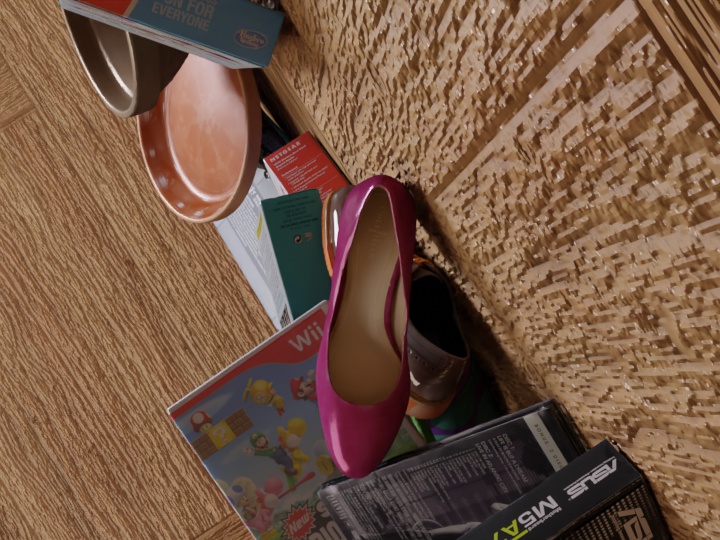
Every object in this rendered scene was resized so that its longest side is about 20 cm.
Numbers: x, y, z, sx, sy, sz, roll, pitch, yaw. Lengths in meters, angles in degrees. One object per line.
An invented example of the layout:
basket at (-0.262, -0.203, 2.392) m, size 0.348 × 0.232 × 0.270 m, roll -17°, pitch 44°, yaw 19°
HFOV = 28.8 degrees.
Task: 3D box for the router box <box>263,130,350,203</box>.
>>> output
router box at (0.000, 0.000, 1.234) m, size 0.180 × 0.049 × 0.200 m, roll 54°, pitch 174°, yaw 29°

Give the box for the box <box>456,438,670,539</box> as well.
box at (0.106, 0.224, 0.833) m, size 0.200 × 0.193 × 0.048 m, roll 63°, pitch 174°, yaw -37°

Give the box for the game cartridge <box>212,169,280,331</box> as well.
game cartridge at (-0.079, -0.030, 1.451) m, size 0.200 × 0.040 × 0.133 m, roll 59°, pitch 139°, yaw 10°

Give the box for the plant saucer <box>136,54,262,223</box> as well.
plant saucer at (-0.152, -0.146, 1.342) m, size 0.200 × 0.032 × 0.200 m, roll 13°, pitch 107°, yaw 49°

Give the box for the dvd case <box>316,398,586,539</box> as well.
dvd case at (0.084, 0.178, 0.942) m, size 0.149 × 0.200 × 0.016 m, roll 58°, pitch -145°, yaw -9°

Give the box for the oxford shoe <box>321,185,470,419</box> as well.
oxford shoe at (0.031, 0.006, 1.023) m, size 0.073 × 0.071 × 0.200 m, roll -56°, pitch 49°, yaw 42°

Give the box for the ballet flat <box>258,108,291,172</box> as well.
ballet flat at (-0.122, -0.146, 1.380) m, size 0.200 × 0.074 × 0.074 m, roll 54°, pitch 174°, yaw 32°

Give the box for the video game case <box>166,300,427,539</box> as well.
video game case at (-0.026, 0.143, 1.015) m, size 0.200 × 0.143 × 0.017 m, roll 55°, pitch -178°, yaw 1°

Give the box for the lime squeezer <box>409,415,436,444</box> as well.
lime squeezer at (0.052, 0.160, 1.065) m, size 0.071 × 0.038 × 0.200 m, roll 42°, pitch 145°, yaw 41°

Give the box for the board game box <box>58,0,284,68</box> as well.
board game box at (-0.146, -0.193, 1.039) m, size 0.153 × 0.040 × 0.200 m, roll 18°, pitch -176°, yaw -14°

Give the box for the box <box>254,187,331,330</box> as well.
box at (-0.032, 0.044, 1.087) m, size 0.082 × 0.049 × 0.200 m, roll 116°, pitch 139°, yaw -74°

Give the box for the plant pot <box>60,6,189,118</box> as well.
plant pot at (-0.203, -0.246, 1.266) m, size 0.201 × 0.093 × 0.201 m, roll 49°, pitch 150°, yaw 41°

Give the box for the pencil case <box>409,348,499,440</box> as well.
pencil case at (0.074, 0.138, 1.147) m, size 0.085 × 0.092 × 0.200 m, roll 48°, pitch 171°, yaw 42°

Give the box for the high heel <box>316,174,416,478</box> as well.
high heel at (0.005, 0.038, 0.921) m, size 0.067 × 0.200 × 0.096 m, roll 12°, pitch 176°, yaw 6°
